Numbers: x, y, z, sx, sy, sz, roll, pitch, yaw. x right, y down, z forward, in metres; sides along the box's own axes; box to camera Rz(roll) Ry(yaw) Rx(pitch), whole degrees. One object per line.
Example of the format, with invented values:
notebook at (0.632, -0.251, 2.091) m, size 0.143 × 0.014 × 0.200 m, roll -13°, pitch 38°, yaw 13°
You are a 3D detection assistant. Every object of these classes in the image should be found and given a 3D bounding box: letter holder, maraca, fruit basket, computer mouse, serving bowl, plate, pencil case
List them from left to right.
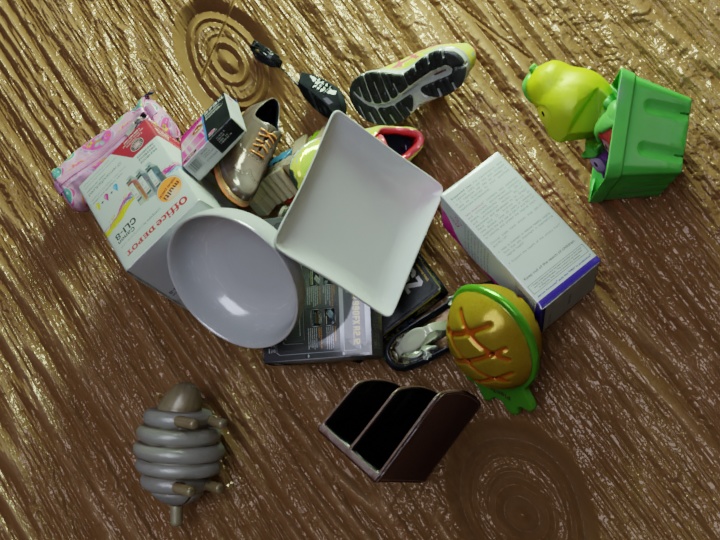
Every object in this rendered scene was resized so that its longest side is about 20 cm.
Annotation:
pencil case at (-0.364, -0.174, 1.794) m, size 0.200 × 0.087 × 0.087 m, roll -36°, pitch 71°, yaw 12°
serving bowl at (-0.151, 0.001, 1.566) m, size 0.200 × 0.066 × 0.200 m, roll 16°, pitch 127°, yaw 23°
computer mouse at (-0.087, -0.279, 1.733) m, size 0.034 × 0.059 × 0.200 m, roll -44°, pitch 65°, yaw -10°
plate at (-0.004, -0.070, 1.546) m, size 0.032 × 0.200 × 0.200 m, roll -4°, pitch 59°, yaw 56°
letter holder at (0.058, 0.181, 1.522) m, size 0.101 × 0.200 × 0.142 m, roll 40°, pitch 95°, yaw 21°
maraca at (0.169, 0.100, 1.514) m, size 0.107 × 0.200 × 0.137 m, roll -35°, pitch 44°, yaw -28°
fruit basket at (0.292, -0.174, 1.496) m, size 0.215 × 0.216 × 0.156 m, roll 8°, pitch 84°, yaw 21°

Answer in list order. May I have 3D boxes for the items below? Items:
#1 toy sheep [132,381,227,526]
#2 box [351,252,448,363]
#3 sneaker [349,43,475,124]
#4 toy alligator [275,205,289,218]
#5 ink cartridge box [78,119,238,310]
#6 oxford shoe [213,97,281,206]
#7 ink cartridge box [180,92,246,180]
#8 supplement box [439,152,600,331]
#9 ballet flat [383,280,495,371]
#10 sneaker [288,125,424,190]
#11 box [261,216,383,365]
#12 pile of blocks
toy sheep at (-0.248, 0.252, 1.659) m, size 0.138 × 0.138 × 0.200 m, roll 5°, pitch 88°, yaw 20°
box at (0.000, 0.000, 1.655) m, size 0.160 × 0.049 × 0.200 m, roll -37°, pitch 71°, yaw 9°
sneaker at (0.076, -0.259, 1.655) m, size 0.200 × 0.090 × 0.078 m, roll -12°, pitch 110°, yaw 36°
toy alligator at (-0.163, -0.009, 1.708) m, size 0.054 × 0.059 × 0.200 m, roll 25°, pitch 90°, yaw 21°
ink cartridge box at (-0.266, -0.076, 1.682) m, size 0.145 × 0.145 × 0.200 m, roll -44°, pitch 51°, yaw 7°
oxford shoe at (-0.152, -0.169, 1.671) m, size 0.073 × 0.071 × 0.200 m, roll -38°, pitch 32°, yaw 34°
ink cartridge box at (-0.209, -0.195, 1.696) m, size 0.095 × 0.200 × 0.037 m, roll -45°, pitch 109°, yaw 8°
supplement box at (0.201, -0.036, 1.548) m, size 0.103 × 0.101 × 0.200 m, roll -39°, pitch 71°, yaw -8°
ballet flat at (0.115, 0.073, 1.591) m, size 0.200 × 0.073 × 0.073 m, roll -30°, pitch 73°, yaw 12°
sneaker at (-0.002, -0.155, 1.603) m, size 0.200 × 0.090 × 0.078 m, roll -22°, pitch 93°, yaw -28°
box at (-0.053, 0.023, 1.619) m, size 0.158 × 0.048 × 0.200 m, roll -6°, pitch 80°, yaw 19°
pile of blocks at (-0.085, -0.139, 1.711) m, size 0.200 × 0.082 × 0.062 m, roll -29°, pitch 116°, yaw 22°
